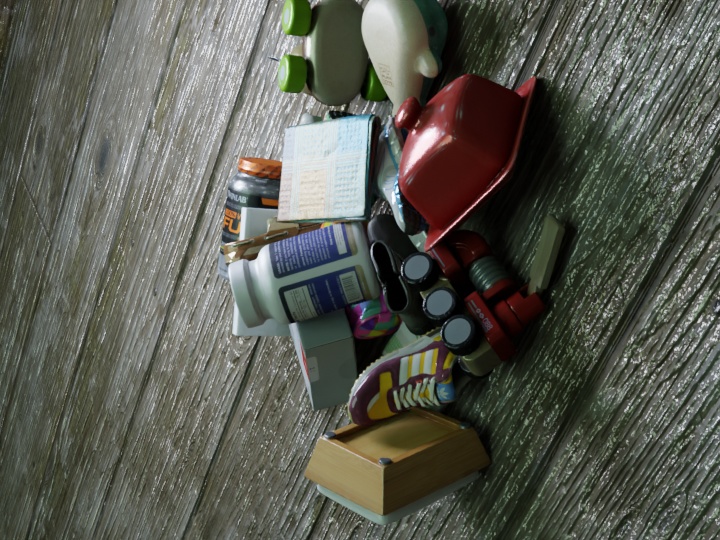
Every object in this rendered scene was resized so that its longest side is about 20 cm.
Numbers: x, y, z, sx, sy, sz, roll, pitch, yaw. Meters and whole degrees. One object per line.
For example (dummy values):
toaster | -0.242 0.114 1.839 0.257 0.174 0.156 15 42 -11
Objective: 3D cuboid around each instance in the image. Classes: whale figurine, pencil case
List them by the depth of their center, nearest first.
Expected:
whale figurine | 0.075 -0.300 1.645 0.158 0.103 0.203 26 134 53
pencil case | 0.000 0.000 1.736 0.088 0.087 0.203 -45 55 45

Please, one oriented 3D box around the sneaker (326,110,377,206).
sneaker | -0.016 -0.170 1.750 0.202 0.077 0.086 -107 33 -47

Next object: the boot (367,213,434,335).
boot | 0.047 -0.015 1.614 0.067 0.131 0.202 -26 61 9

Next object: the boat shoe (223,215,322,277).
boat shoe | -0.123 -0.050 1.824 0.076 0.197 0.075 147 99 -84

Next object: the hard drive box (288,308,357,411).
hard drive box | -0.065 0.079 1.761 0.157 0.075 0.202 85 168 -49

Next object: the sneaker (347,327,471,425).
sneaker | 0.076 0.147 1.527 0.090 0.199 0.076 37 154 47

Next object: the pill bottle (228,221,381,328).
pill bottle | -0.078 0.008 1.639 0.116 0.196 0.118 -16 -90 -88

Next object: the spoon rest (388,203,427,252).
spoon rest | 0.084 -0.085 1.633 0.100 0.060 0.202 -57 46 37

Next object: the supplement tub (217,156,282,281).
supplement tub | -0.168 -0.081 1.954 0.122 0.121 0.204 22 107 54

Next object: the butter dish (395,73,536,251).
butter dish | 0.109 -0.164 1.472 0.200 0.147 0.201 -45 17 45

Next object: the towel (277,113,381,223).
towel | -0.047 -0.141 1.654 0.198 0.021 0.150 0 82 49

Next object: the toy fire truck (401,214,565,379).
toy fire truck | 0.168 0.005 1.477 0.198 0.129 0.177 -34 52 3

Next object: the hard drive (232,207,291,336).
hard drive | -0.137 0.004 1.894 0.026 0.130 0.204 13 100 61

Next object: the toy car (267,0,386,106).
toy car | -0.062 -0.332 1.791 0.199 0.161 0.161 -163 77 -67

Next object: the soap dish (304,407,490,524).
soap dish | 0.049 0.245 1.530 0.156 0.198 0.083 16 115 46

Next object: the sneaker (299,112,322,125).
sneaker | -0.068 -0.165 1.824 0.201 0.074 0.094 95 178 -61

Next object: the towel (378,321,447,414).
towel | 0.061 0.173 1.684 0.201 0.030 0.151 -58 44 38

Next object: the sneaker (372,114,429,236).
sneaker | 0.050 -0.114 1.599 0.086 0.074 0.202 -41 37 32
